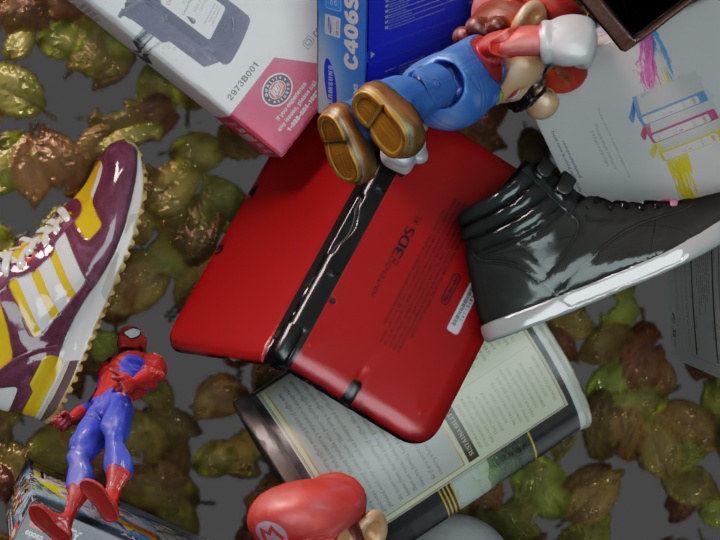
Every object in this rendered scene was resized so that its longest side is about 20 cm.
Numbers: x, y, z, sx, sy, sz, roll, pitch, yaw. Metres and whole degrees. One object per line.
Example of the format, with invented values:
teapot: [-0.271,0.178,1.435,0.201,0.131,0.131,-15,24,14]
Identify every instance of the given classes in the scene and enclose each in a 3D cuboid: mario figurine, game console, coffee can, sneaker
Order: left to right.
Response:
sneaker: [-0.210,-0.002,1.350,0.090,0.075,0.201,21,90,-15]
mario figurine: [-0.007,0.215,1.246,0.123,0.106,0.200,-39,118,-6]
game console: [0.000,0.000,1.335,0.172,0.119,0.201,31,70,-8]
coffee can: [0.035,0.098,1.369,0.199,0.146,0.147,-32,101,-6]
mario figurine: [0.076,-0.107,1.251,0.200,0.123,0.106,-32,129,-34]
sneaker: [0.152,-0.037,1.276,0.199,0.071,0.100,-23,89,-5]

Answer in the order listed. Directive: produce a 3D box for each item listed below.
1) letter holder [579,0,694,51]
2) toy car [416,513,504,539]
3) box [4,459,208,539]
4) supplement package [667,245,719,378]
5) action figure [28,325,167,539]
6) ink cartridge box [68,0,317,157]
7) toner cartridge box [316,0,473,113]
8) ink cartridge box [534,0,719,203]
letter holder: [0.185,-0.255,1.278,0.142,0.200,0.101,-35,115,20]
toy car: [0.073,0.247,1.406,0.200,0.184,0.177,32,90,17]
box: [-0.140,0.195,1.351,0.199,0.137,0.038,26,91,-12]
supplement package: [0.299,0.012,1.384,0.121,0.200,0.121,-5,97,-11]
action figure: [-0.166,0.095,1.314,0.065,0.200,0.052,-32,110,22]
ink cartridge box: [-0.093,-0.193,1.346,0.200,0.084,0.145,38,87,-13]
toner cartridge box: [0.052,-0.168,1.330,0.200,0.043,0.096,-25,124,-44]
ink cartridge box: [0.233,-0.125,1.346,0.199,0.129,0.126,-22,100,31]
